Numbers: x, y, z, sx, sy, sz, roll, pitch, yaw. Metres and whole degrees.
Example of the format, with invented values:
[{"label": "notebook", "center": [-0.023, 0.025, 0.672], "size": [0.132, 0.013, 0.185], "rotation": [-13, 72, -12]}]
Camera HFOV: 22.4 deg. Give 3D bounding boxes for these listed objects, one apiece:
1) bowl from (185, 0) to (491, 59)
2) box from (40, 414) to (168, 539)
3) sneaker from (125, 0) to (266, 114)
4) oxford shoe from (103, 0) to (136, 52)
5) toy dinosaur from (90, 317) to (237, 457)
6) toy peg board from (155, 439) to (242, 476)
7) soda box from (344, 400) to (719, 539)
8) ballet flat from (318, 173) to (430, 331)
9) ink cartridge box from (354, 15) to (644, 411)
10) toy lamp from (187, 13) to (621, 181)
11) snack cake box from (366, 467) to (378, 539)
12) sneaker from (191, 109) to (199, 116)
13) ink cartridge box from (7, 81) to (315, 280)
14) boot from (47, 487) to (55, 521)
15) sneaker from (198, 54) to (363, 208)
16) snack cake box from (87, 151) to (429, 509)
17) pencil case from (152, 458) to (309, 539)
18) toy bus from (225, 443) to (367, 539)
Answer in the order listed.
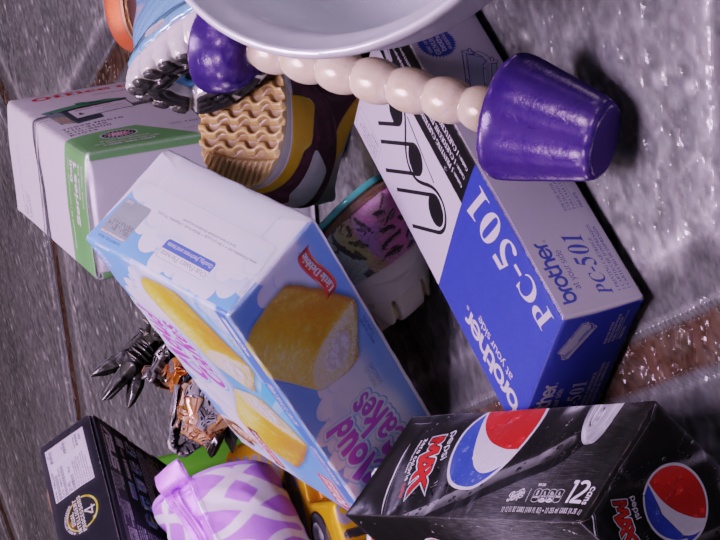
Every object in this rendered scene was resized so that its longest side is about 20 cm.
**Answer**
[{"label": "bowl", "center": [0.011, -0.176, 0.778], "size": [0.090, 0.201, 0.201], "rotation": [22, -138, -61]}, {"label": "box", "center": [-0.113, 0.202, 1.100], "size": [0.161, 0.049, 0.200], "rotation": [40, -160, -46]}, {"label": "sneaker", "center": [-0.045, -0.158, 0.907], "size": [0.200, 0.078, 0.090], "rotation": [-24, 64, 28]}, {"label": "oxford shoe", "center": [-0.131, -0.247, 1.206], "size": [0.072, 0.071, 0.200], "rotation": [1, 101, 39]}, {"label": "toy dinosaur", "center": [-0.085, 0.045, 1.151], "size": [0.102, 0.200, 0.136], "rotation": [44, 130, 2]}, {"label": "toy peg board", "center": [-0.104, 0.210, 1.327], "size": [0.199, 0.098, 0.200], "rotation": [142, 114, -66]}, {"label": "soda box", "center": [0.077, 0.105, 0.803], "size": [0.071, 0.063, 0.200], "rotation": [44, 156, -17]}, {"label": "ballet flat", "center": [0.000, 0.000, 1.011], "size": [0.071, 0.069, 0.200], "rotation": [57, 161, 1]}, {"label": "ink cartridge box", "center": [0.059, -0.032, 0.857], "size": [0.094, 0.044, 0.200], "rotation": [103, 147, -51]}, {"label": "toy lamp", "center": [0.018, -0.081, 0.804], "size": [0.200, 0.058, 0.058], "rotation": [16, 123, 25]}, {"label": "snack cake box", "center": [0.052, 0.209, 0.982], "size": [0.115, 0.067, 0.200], "rotation": [-125, 31, -47]}, {"label": "sneaker", "center": [-0.086, -0.144, 1.063], "size": [0.075, 0.079, 0.200], "rotation": [83, 163, -83]}, {"label": "ink cartridge box", "center": [-0.135, -0.067, 1.181], "size": [0.200, 0.146, 0.084], "rotation": [-150, 51, -61]}, {"label": "boot", "center": [-0.159, 0.212, 1.191], "size": [0.175, 0.066, 0.200], "rotation": [63, 179, -5]}, {"label": "sneaker", "center": [-0.034, -0.134, 0.996], "size": [0.075, 0.090, 0.200], "rotation": [7, 84, 32]}, {"label": "snack cake box", "center": [-0.047, 0.038, 0.968], "size": [0.115, 0.067, 0.200], "rotation": [25, 157, 39]}, {"label": "pencil case", "center": [-0.054, 0.204, 1.033], "size": [0.084, 0.085, 0.200], "rotation": [-43, 55, 26]}, {"label": "toy bus", "center": [-0.023, 0.135, 1.130], "size": [0.200, 0.065, 0.078], "rotation": [155, 103, -69]}]
